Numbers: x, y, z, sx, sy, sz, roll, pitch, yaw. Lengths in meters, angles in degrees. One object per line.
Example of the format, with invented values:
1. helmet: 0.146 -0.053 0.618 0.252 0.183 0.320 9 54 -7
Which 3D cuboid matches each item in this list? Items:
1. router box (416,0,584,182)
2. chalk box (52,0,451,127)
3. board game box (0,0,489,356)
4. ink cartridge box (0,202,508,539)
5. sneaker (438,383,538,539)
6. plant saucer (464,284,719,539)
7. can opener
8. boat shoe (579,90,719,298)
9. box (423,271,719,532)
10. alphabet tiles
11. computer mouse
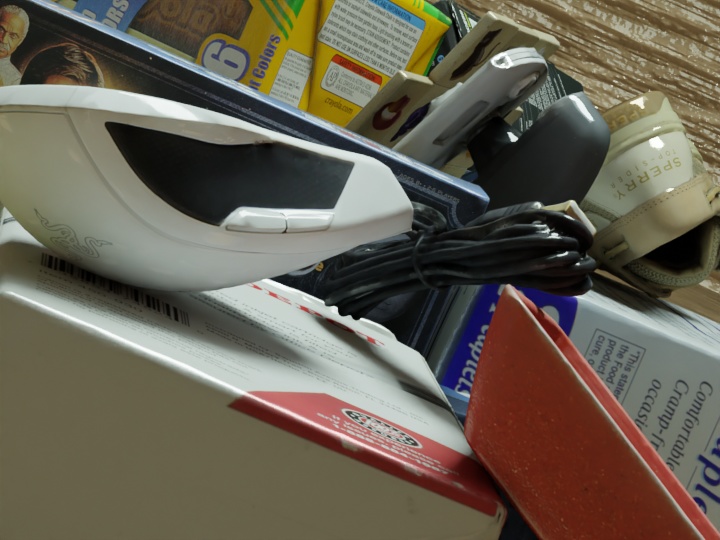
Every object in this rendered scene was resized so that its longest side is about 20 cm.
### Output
1. router box: -0.009 -0.044 1.247 0.199 0.062 0.150 -20 -18 22
2. chalk box: -0.089 -0.098 1.142 0.199 0.124 0.124 27 4 27
3. board game box: -0.075 -0.003 0.912 0.199 0.136 0.035 23 7 -6
4. ink cartridge box: -0.051 0.051 0.790 0.146 0.083 0.200 23 7 -8
5. sneaker: 0.059 0.087 0.950 0.082 0.074 0.200 21 8 -43
6. plant saucer: 0.095 0.098 0.775 0.200 0.037 0.200 54 4 7
7. can opener: 0.000 0.000 0.979 0.067 0.200 0.053 51 15 15
8. boat shoe: 0.121 -0.018 1.173 0.065 0.071 0.200 60 6 13
9. box: 0.102 0.064 1.139 0.199 0.105 0.184 22 6 -12
10. alphabet tiles: -0.005 -0.022 1.074 0.006 0.200 0.166 47 13 13
11. computer mouse: -0.029 -0.011 0.767 0.199 0.044 0.109 12 -8 -44
